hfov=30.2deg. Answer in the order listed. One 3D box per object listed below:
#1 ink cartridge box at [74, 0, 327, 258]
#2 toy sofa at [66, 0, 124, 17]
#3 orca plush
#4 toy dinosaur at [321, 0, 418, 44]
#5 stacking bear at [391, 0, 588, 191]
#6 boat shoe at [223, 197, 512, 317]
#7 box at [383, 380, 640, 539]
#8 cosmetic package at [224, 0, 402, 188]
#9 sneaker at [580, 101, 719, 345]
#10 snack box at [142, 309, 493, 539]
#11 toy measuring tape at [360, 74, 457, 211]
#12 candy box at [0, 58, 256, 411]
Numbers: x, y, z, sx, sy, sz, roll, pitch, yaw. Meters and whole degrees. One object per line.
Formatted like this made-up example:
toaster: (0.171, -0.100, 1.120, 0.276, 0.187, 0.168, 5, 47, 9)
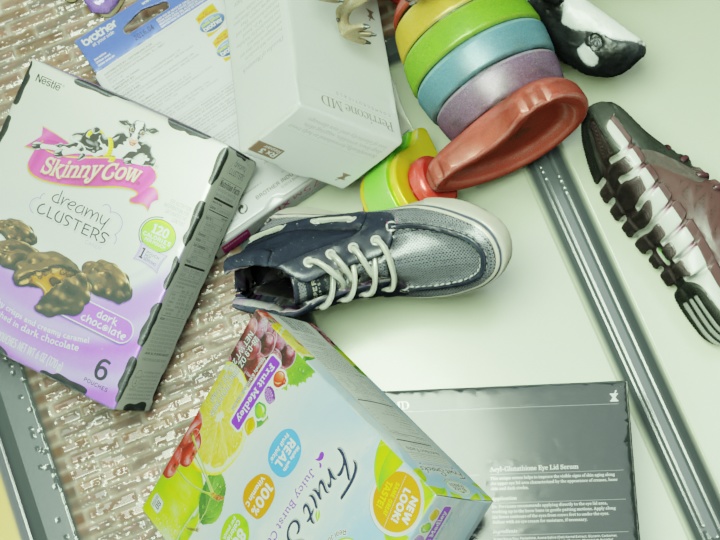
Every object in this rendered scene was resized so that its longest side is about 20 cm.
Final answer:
ink cartridge box: (-0.117, -0.124, 1.019, 0.119, 0.042, 0.201, -34, 79, -6)
toy sofa: (-0.181, -0.306, 1.048, 0.097, 0.083, 0.200, 40, 81, 13)
orca plush: (0.119, -0.195, 1.006, 0.200, 0.105, 0.071, 39, 105, 12)
toy dinosaur: (-0.004, -0.212, 0.914, 0.198, 0.058, 0.102, 3, 58, 9)
stacking bear: (0.070, -0.174, 0.958, 0.121, 0.113, 0.201, -36, 74, 32)
boat shoe: (0.000, 0.000, 0.920, 0.199, 0.093, 0.075, -2, 115, 31)
box: (0.086, 0.154, 0.916, 0.198, 0.079, 0.143, -2, 78, 3)
cosmetic package: (-0.039, -0.171, 0.968, 0.074, 0.101, 0.202, -34, 55, 37)
sneaker: (0.252, -0.054, 0.970, 0.115, 0.076, 0.201, -31, 86, -10)
snack box: (-0.035, 0.151, 0.861, 0.200, 0.067, 0.169, 40, 106, 38)
toy measuring tape: (0.019, -0.086, 0.981, 0.073, 0.074, 0.201, -24, 80, -3)
candy box: (-0.194, -0.025, 0.958, 0.167, 0.072, 0.201, 24, 90, 14)
